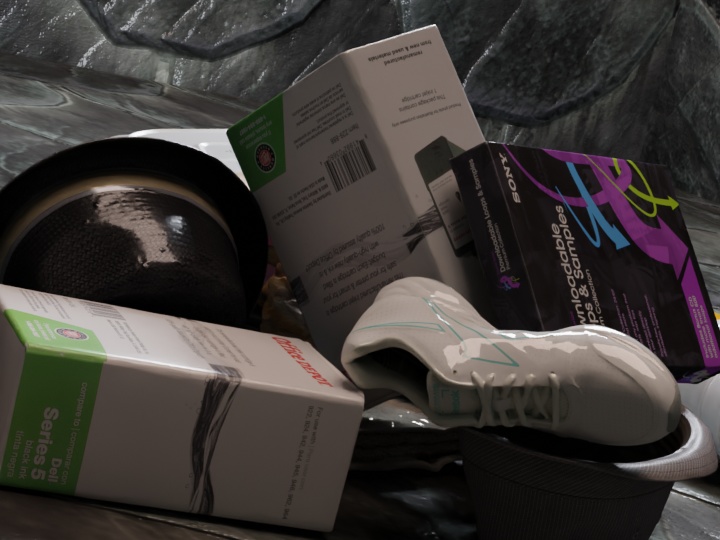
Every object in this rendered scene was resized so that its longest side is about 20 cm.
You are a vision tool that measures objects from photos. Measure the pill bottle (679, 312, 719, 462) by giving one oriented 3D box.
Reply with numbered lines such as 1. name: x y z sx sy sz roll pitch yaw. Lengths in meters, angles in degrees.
1. pill bottle: 0.249 0.083 1.868 0.110 0.112 0.200 9 10 -31

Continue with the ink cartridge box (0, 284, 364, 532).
1. ink cartridge box: -0.115 0.078 1.389 0.199 0.085 0.145 11 9 -19

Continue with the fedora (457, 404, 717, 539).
1. fedora: 0.119 0.124 1.449 0.176 0.091 0.200 16 16 21

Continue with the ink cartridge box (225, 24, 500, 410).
1. ink cartridge box: 0.018 -0.029 1.514 0.084 0.201 0.146 -20 -4 -38

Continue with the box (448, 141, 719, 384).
1. box: 0.143 -0.002 1.489 0.036 0.144 0.199 -28 -19 37

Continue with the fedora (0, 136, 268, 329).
1. fedora: -0.142 0.015 1.495 0.199 0.202 0.092 10 23 -27

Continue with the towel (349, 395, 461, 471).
1. towel: -0.015 0.098 1.601 0.132 0.035 0.199 19 9 38

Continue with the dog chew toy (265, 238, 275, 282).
1. dog chew toy: -0.046 0.021 1.782 0.124 0.125 0.200 6 19 -43

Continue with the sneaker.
1. sneaker: 0.080 0.065 1.358 0.199 0.071 0.080 14 30 24

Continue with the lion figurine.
1. lion figurine: 0.000 0.000 1.645 0.199 0.073 0.122 -32 31 -32

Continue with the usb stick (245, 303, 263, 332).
1. usb stick: 0.000 0.056 1.666 0.199 0.033 0.055 16 18 22

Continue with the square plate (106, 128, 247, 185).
1. square plate: -0.085 -0.071 1.709 0.196 0.029 0.200 0 15 -11
